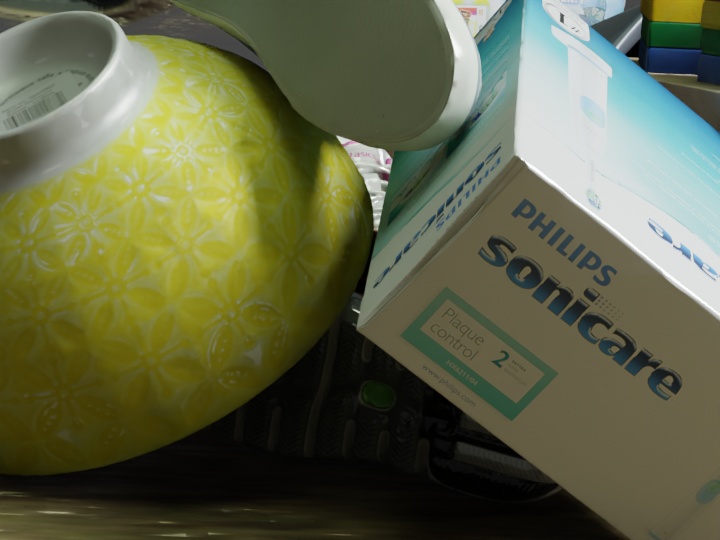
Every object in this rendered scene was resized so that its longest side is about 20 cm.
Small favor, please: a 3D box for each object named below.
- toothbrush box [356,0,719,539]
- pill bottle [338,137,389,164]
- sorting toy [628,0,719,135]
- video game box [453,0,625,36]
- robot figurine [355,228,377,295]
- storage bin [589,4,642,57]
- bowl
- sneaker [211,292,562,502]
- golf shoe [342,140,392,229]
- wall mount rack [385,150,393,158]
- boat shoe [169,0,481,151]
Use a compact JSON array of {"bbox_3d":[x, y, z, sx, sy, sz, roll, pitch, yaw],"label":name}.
[{"bbox_3d":[0.087,-0.005,0.761,0.146,0.085,0.200,37,21,-12],"label":"toothbrush box"},{"bbox_3d":[0.063,-0.057,1.335,0.199,0.110,0.109,1,10,-24],"label":"pill bottle"},{"bbox_3d":[0.207,-0.100,0.948,0.199,0.070,0.199,-1,11,-26],"label":"sorting toy"},{"bbox_3d":[0.079,-0.110,1.443,0.199,0.183,0.047,2,10,-21],"label":"video game box"},{"bbox_3d":[0.000,0.000,0.956,0.144,0.058,0.200,8,-10,-3],"label":"robot figurine"},{"bbox_3d":[0.179,-0.062,1.129,0.146,0.200,0.134,-47,20,-23],"label":"storage bin"},{"bbox_3d":[-0.105,-0.031,0.794,0.199,0.108,0.200,-16,36,12],"label":"bowl"},{"bbox_3d":[0.013,0.042,0.855,0.199,0.075,0.115,20,10,24],"label":"sneaker"},{"bbox_3d":[-0.001,-0.022,1.136,0.075,0.092,0.200,3,7,-23],"label":"golf shoe"},{"bbox_3d":[0.103,-0.017,0.996,0.200,0.075,0.174,43,-2,15],"label":"wall mount rack"},{"bbox_3d":[-0.006,-0.099,0.795,0.071,0.070,0.201,11,18,-41],"label":"boat shoe"}]
